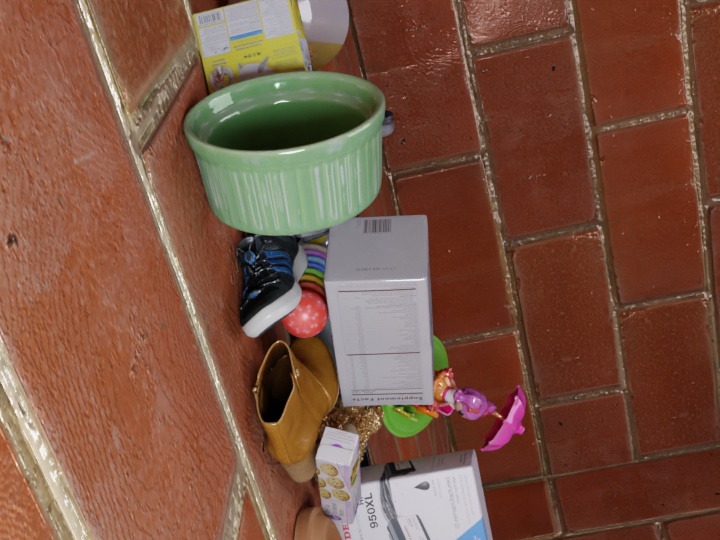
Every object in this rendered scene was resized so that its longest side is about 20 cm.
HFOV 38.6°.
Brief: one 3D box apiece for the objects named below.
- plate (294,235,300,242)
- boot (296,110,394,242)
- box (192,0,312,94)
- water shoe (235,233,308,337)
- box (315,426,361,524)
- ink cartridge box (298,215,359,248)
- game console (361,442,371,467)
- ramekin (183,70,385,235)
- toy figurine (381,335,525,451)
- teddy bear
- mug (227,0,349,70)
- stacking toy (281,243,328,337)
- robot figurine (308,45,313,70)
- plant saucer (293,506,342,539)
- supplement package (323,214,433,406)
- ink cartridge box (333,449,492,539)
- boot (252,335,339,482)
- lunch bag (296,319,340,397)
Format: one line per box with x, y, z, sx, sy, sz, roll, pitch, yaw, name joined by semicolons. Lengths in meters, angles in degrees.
-0.109;-0.113;1.359;0.200;0.032;0.201;-28;107;-83;plate
-0.041;-0.110;1.218;0.070;0.199;0.132;-54;129;-69;boot
-0.108;-0.198;1.151;0.048;0.117;0.201;-19;98;-80;box
-0.109;0.005;1.104;0.079;0.071;0.200;50;14;-15;water shoe
-0.023;0.237;1.170;0.200;0.041;0.039;90;16;-59;box
-0.030;-0.075;1.400;0.200;0.047;0.198;-57;176;8;ink cartridge box
0.042;0.230;1.541;0.200;0.118;0.171;-146;-136;-87;game console
-0.070;-0.118;1.031;0.200;0.199;0.098;-90;174;-58;ramekin
0.127;0.166;1.361;0.200;0.184;0.150;37;72;-47;toy figurine
-0.015;0.207;1.279;0.067;0.145;0.200;36;-15;20;teddy bear
-0.097;-0.316;1.353;0.153;0.149;0.187;-46;116;-72;mug
-0.065;0.032;1.209;0.200;0.085;0.086;-88;165;-75;stacking toy
-0.083;-0.223;1.266;0.058;0.145;0.200;-60;147;-19;robot figurine
-0.035;0.369;1.168;0.200;0.032;0.201;-11;90;-83;plant saucer
0.026;0.049;1.172;0.110;0.113;0.200;-86;173;-48;supplement package
0.065;0.329;1.349;0.084;0.199;0.145;-33;111;-80;ink cartridge box
-0.070;0.115;1.119;0.144;0.071;0.202;77;11;-48;boot
-0.034;0.115;1.399;0.200;0.077;0.161;56;23;-73;lunch bag
